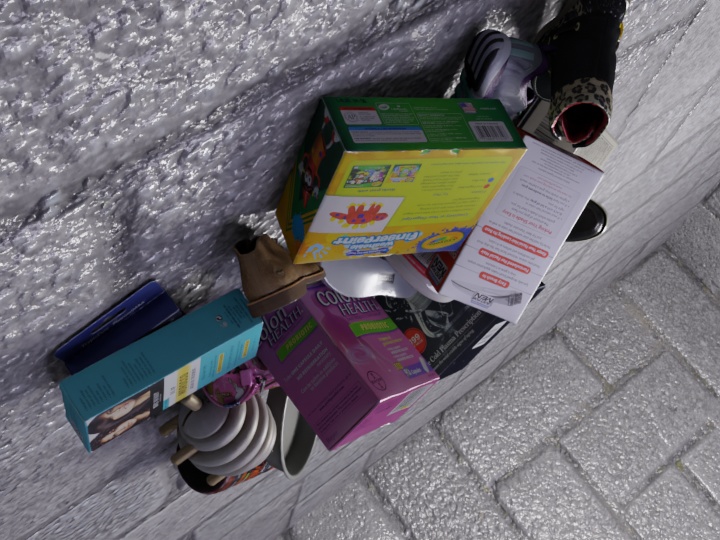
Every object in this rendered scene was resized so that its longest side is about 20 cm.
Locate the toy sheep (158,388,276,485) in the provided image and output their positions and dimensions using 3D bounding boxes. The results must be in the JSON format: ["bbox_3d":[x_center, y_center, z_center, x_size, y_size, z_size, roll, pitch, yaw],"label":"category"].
[{"bbox_3d":[-0.184,0.209,1.121,0.138,0.138,0.200,-39,147,-2],"label":"toy sheep"}]

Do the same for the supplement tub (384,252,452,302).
[{"bbox_3d":[0.128,-0.071,1.055,0.200,0.140,0.140,-45,162,18],"label":"supplement tub"}]

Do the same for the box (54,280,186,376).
[{"bbox_3d":[-0.229,0.086,0.884,0.121,0.032,0.200,-37,161,-9],"label":"box"}]

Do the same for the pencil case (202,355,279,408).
[{"bbox_3d":[-0.122,0.122,1.098,0.083,0.087,0.200,-43,165,22],"label":"pencil case"}]

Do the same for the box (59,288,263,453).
[{"bbox_3d":[-0.195,0.098,0.847,0.200,0.049,0.082,-30,159,-28],"label":"box"}]

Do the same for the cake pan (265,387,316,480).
[{"bbox_3d":[-0.100,0.212,1.272,0.200,0.037,0.201,7,90,-77],"label":"cake pan"}]

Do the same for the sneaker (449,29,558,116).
[{"bbox_3d":[0.137,-0.165,0.910,0.087,0.075,0.200,3,145,-18],"label":"sneaker"}]

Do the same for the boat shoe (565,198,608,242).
[{"bbox_3d":[0.251,-0.087,1.205,0.063,0.201,0.074,0,106,-56],"label":"boat shoe"}]

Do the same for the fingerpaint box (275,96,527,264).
[{"bbox_3d":[0.035,-0.089,0.838,0.200,0.073,0.167,-6,147,-27],"label":"fingerpaint box"}]

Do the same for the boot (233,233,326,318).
[{"bbox_3d":[-0.087,-0.008,0.896,0.073,0.076,0.200,-24,-176,7],"label":"boot"}]

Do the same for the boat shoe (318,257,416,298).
[{"bbox_3d":[0.000,0.000,1.088,0.200,0.057,0.069,14,92,-50],"label":"boat shoe"}]

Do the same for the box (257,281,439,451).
[{"bbox_3d":[-0.026,0.102,1.059,0.097,0.200,0.176,-48,161,22],"label":"box"}]

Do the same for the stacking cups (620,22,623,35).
[{"bbox_3d":[0.257,-0.306,0.885,0.060,0.061,0.200,-39,162,-2],"label":"stacking cups"}]

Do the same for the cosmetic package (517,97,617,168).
[{"bbox_3d":[0.288,-0.178,1.199,0.103,0.087,0.200,-56,158,12],"label":"cosmetic package"}]

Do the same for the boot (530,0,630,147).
[{"bbox_3d":[0.222,-0.198,0.909,0.204,0.073,0.154,115,-11,-70],"label":"boot"}]

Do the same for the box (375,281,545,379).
[{"bbox_3d":[0.125,0.027,1.223,0.104,0.182,0.200,-12,146,-55],"label":"box"}]

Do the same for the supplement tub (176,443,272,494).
[{"bbox_3d":[-0.183,0.270,1.303,0.107,0.107,0.200,-47,162,22],"label":"supplement tub"}]

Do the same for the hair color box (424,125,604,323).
[{"bbox_3d":[0.170,-0.052,0.953,0.200,0.111,0.064,-63,-159,16],"label":"hair color box"}]
